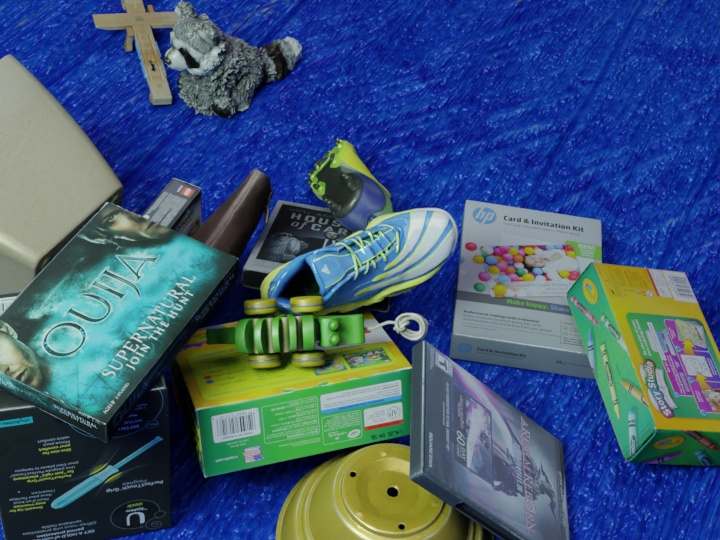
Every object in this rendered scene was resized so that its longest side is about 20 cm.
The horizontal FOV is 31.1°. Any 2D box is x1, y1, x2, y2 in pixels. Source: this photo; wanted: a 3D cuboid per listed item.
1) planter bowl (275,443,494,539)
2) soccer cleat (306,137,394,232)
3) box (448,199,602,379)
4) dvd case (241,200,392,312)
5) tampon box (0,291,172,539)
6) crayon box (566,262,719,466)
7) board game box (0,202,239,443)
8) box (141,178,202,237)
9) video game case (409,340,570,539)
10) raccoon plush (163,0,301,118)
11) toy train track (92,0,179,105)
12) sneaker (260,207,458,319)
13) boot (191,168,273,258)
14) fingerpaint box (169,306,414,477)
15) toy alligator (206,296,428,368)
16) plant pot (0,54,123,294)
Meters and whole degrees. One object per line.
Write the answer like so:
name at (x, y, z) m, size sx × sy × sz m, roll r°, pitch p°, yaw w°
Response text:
planter bowl at (0.025, 0.215, 1.138) m, size 0.198 × 0.084 × 0.202 m, roll 3°, pitch 46°, yaw -3°
soccer cleat at (-0.006, -0.086, 1.424) m, size 0.083 × 0.065 × 0.200 m, roll 35°, pitch 12°, yaw -20°
box at (0.178, 0.017, 1.372) m, size 0.154 × 0.041 × 0.201 m, roll 9°, pitch 45°, yaw 2°
dvd case at (-0.032, -0.019, 1.346) m, size 0.149 × 0.025 × 0.200 m, roll 10°, pitch 24°, yaw 3°
tampon box at (-0.244, 0.127, 1.113) m, size 0.148 × 0.201 × 0.127 m, roll -7°, pitch 47°, yaw -14°
crayon box at (0.290, 0.090, 1.268) m, size 0.118 × 0.058 × 0.201 m, roll 6°, pitch 49°, yaw -24°
board game box at (-0.205, 0.035, 1.046) m, size 0.134 × 0.028 × 0.200 m, roll 23°, pitch 48°, yaw 14°
box at (-0.219, 0.012, 1.289) m, size 0.034 × 0.111 × 0.201 m, roll 20°, pitch 47°, yaw 14°
video game case at (0.117, 0.168, 1.150) m, size 0.199 × 0.019 × 0.144 m, roll 36°, pitch 38°, yaw -29°
raccoon plush at (-0.156, -0.280, 1.555) m, size 0.096 × 0.135 × 0.200 m, roll 27°, pitch 50°, yaw 21°
toy train track at (-0.269, -0.274, 1.615) m, size 0.114 × 0.033 × 0.201 m, roll -6°, pitch 53°, yaw -21°
sneaker at (0.000, 0.000, 1.196) m, size 0.199 × 0.105 × 0.076 m, roll -26°, pitch 91°, yaw 3°
boot at (-0.146, -0.030, 1.251) m, size 0.072 × 0.200 × 0.167 m, roll 31°, pitch 85°, yaw 2°
fingerpaint box at (-0.068, 0.105, 1.203) m, size 0.198 × 0.074 × 0.167 m, roll -10°, pitch 24°, yaw -15°
toy alligator at (-0.040, 0.054, 1.128) m, size 0.198 × 0.060 × 0.054 m, roll -3°, pitch 3°, yaw 4°
plant pot at (-0.350, -0.052, 1.292) m, size 0.176 × 0.200 × 0.200 m, roll 34°, pitch 51°, yaw 11°
